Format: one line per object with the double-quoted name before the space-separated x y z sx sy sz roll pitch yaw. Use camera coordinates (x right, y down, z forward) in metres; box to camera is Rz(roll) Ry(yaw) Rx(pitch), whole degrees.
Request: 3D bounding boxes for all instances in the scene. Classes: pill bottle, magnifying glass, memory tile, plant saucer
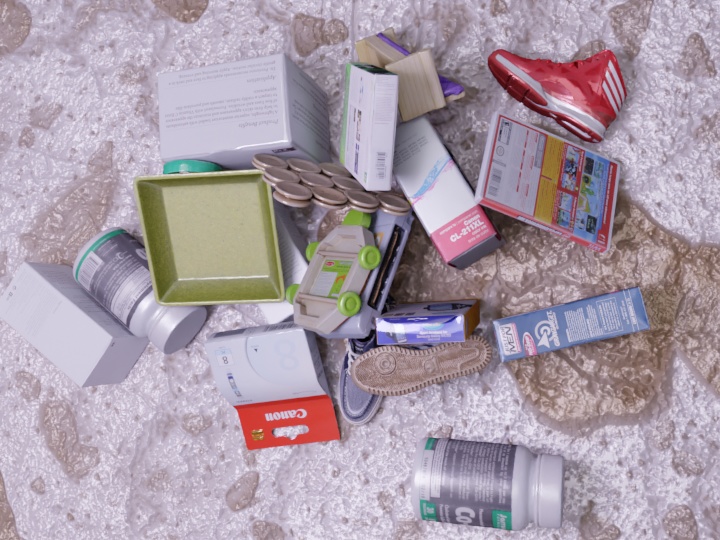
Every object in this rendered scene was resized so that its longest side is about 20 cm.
"pill bottle" -0.344 0.033 1.356 0.200 0.113 0.113 39 97 13
"magnifying glass" -0.214 -0.135 1.285 0.079 0.200 0.023 -5 81 27
"memory tile" -0.040 -0.115 1.170 0.153 0.199 0.017 49 128 52
"pill bottle" 0.177 0.295 1.191 0.198 0.113 0.114 2 87 16
"plant saucer" -0.211 -0.051 1.249 0.198 0.048 0.201 -2 112 8

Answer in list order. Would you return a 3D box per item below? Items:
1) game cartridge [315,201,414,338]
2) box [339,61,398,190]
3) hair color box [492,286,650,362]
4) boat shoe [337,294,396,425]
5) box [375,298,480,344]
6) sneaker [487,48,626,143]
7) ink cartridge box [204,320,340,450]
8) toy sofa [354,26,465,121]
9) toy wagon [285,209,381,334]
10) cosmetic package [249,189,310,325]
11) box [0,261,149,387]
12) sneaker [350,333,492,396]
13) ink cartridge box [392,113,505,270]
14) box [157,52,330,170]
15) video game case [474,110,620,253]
"game cartridge" 0.000 0.000 1.227 0.133 0.041 0.201 -4 60 51
"box" 0.009 -0.198 1.153 0.036 0.200 0.146 0 108 -13
"hair color box" 0.288 0.074 1.188 0.198 0.100 0.061 -15 82 14
"boat shoe" 0.000 0.129 1.266 0.074 0.093 0.202 9 89 15
"box" 0.095 0.071 1.188 0.118 0.200 0.042 -3 96 15
"sneaker" 0.287 -0.280 1.232 0.199 0.078 0.116 36 88 2
"ink cartridge box" -0.130 0.180 1.289 0.159 0.047 0.202 -9 105 15
"toy sofa" 0.066 -0.285 1.215 0.097 0.200 0.083 -23 117 -3
"toy wagon" -0.028 -0.010 1.203 0.155 0.039 0.201 7 69 57
"cosmetic package" -0.135 -0.022 1.323 0.101 0.071 0.201 -33 79 11
"box" -0.456 0.085 1.378 0.199 0.124 0.098 37 97 15
"sneaker" 0.088 0.130 1.230 0.198 0.108 0.071 -11 88 8
"ink cartridge box" 0.115 -0.109 1.221 0.082 0.146 0.201 -31 80 11
"box" -0.166 -0.215 1.277 0.197 0.200 0.132 -5 84 14
"video game case" 0.258 -0.121 1.178 0.199 0.017 0.144 20 65 -11
